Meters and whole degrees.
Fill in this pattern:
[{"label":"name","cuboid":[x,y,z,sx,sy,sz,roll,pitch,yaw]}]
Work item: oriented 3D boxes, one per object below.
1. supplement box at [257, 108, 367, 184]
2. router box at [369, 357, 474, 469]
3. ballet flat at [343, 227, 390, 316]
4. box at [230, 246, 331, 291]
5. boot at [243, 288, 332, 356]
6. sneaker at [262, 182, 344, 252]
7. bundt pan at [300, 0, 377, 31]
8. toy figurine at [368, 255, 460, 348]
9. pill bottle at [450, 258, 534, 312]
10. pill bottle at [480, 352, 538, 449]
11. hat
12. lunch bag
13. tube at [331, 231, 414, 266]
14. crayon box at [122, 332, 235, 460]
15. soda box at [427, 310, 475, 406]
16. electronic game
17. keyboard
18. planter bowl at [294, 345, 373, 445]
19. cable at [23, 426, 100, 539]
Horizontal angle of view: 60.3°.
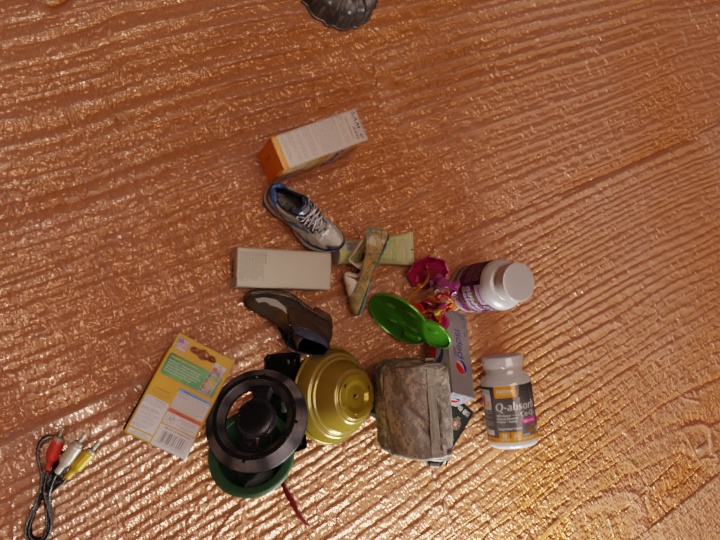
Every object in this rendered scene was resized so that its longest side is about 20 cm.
[{"label":"supplement box","cuboid":[-0.101,-0.256,1.291,0.199,0.126,0.074,-25,93,-23]},{"label":"router box","cuboid":[0.133,0.311,1.359,0.200,0.062,0.150,42,71,-13]},{"label":"ballet flat","cuboid":[0.000,0.000,1.309,0.070,0.071,0.202,13,111,-21]},{"label":"box","cuboid":[-0.162,-0.001,1.267,0.198,0.068,0.083,5,82,-23]},{"label":"boot","cuboid":[-0.141,0.104,1.239,0.198,0.097,0.075,21,119,-20]},{"label":"sneaker","cuboid":[-0.116,-0.109,1.274,0.199,0.085,0.077,35,72,-4]},{"label":"bundt pan","cuboid":[-0.040,-0.651,1.390,0.200,0.076,0.204,3,83,-22]},{"label":"toy figurine","cuboid":[0.148,0.052,1.348,0.184,0.198,0.151,-52,149,-31]},{"label":"pill bottle","cuboid":[0.293,0.034,1.384,0.111,0.200,0.114,3,83,-22]},{"label":"pill bottle","cuboid":[0.337,0.296,1.419,0.115,0.116,0.203,-6,87,-23]},{"label":"hat","cuboid":[-0.201,0.404,1.230,0.164,0.177,0.201,-14,52,-9]},{"label":"lunch bag","cuboid":[0.113,0.274,1.226,0.138,0.168,0.203,-1,84,-16]},{"label":"tube","cuboid":[0.033,-0.042,1.369,0.198,0.058,0.052,-5,43,-26]},{"label":"crayon box","cuboid":[-0.341,0.235,1.173,0.125,0.051,0.201,31,74,-17]},{"label":"soda box","cuboid":[0.196,0.188,1.357,0.068,0.063,0.202,19,54,-31]},{"label":"electronic game","cuboid":[-0.198,0.284,1.183,0.197,0.042,0.202,-4,58,6]},{"label":"keyboard","cuboid":[-0.139,0.269,1.272,0.103,0.040,0.203,-4,86,0]},{"label":"planter bowl","cuboid":[-0.033,0.252,1.252,0.199,0.083,0.203,8,77,-41]},{"label":"cable","cuboid":[-0.541,0.369,1.072,0.096,0.050,0.202,28,73,-14]}]
